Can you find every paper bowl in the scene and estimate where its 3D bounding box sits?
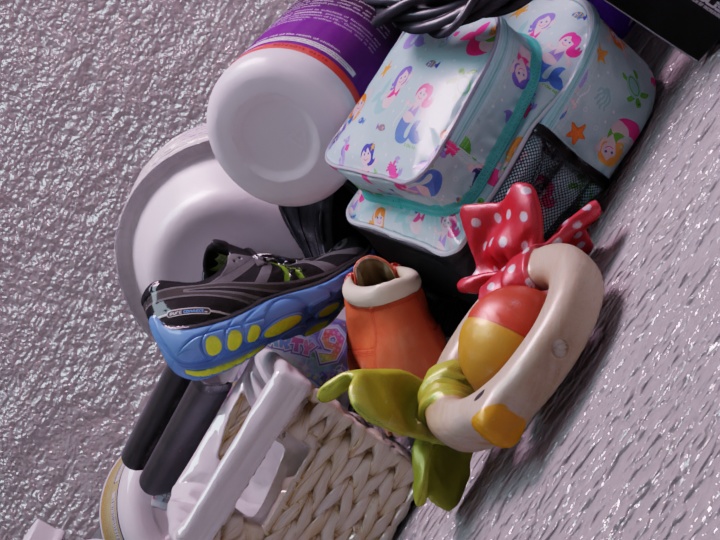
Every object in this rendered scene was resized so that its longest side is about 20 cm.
[{"bbox_3d":[-0.095,-0.012,1.503,0.201,0.200,0.104,-56,9,17],"label":"paper bowl"}]

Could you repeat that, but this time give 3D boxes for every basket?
[{"bbox_3d":[-0.045,0.143,1.275,0.136,0.123,0.200,-58,7,-3],"label":"basket"}]

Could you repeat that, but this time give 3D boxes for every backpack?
[{"bbox_3d":[0.087,-0.090,1.229,0.200,0.151,0.177,-51,28,-10],"label":"backpack"}]

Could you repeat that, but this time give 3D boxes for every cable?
[{"bbox_3d":[0.081,-0.208,1.216,0.201,0.161,0.051,-81,-16,-50],"label":"cable"}]

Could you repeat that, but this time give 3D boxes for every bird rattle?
[{"bbox_3d":[0.085,0.041,1.056,0.200,0.113,0.163,-47,16,-14],"label":"bird rattle"}]

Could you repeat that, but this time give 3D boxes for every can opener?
[{"bbox_3d":[-0.107,0.078,1.389,0.067,0.053,0.201,-6,-46,-47],"label":"can opener"}]

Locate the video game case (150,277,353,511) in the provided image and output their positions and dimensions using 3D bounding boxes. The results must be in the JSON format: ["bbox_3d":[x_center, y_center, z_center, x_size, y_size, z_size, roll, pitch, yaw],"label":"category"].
[{"bbox_3d":[-0.072,0.096,1.414,0.018,0.142,0.202,11,-87,-66],"label":"video game case"}]

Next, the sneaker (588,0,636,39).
[{"bbox_3d":[0.140,-0.150,1.376,0.199,0.070,0.099,-35,27,-9],"label":"sneaker"}]

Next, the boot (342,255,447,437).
[{"bbox_3d":[0.022,0.037,1.268,0.074,0.108,0.200,-20,8,-6],"label":"boot"}]

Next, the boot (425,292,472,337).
[{"bbox_3d":[0.079,-0.046,1.427,0.165,0.066,0.201,-44,17,24],"label":"boot"}]

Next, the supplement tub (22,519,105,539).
[{"bbox_3d":[-0.151,0.260,1.199,0.145,0.199,0.144,-56,7,11],"label":"supplement tub"}]

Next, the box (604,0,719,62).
[{"bbox_3d":[0.188,-0.256,1.167,0.086,0.163,0.201,-49,11,50],"label":"box"}]

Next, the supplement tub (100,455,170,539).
[{"bbox_3d":[-0.138,0.197,1.564,0.145,0.144,0.200,-60,7,-16],"label":"supplement tub"}]

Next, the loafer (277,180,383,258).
[{"bbox_3d":[0.000,0.000,1.435,0.068,0.201,0.070,-44,37,-21],"label":"loafer"}]

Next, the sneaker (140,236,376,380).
[{"bbox_3d":[-0.064,0.008,1.277,0.199,0.083,0.071,-21,-23,-43],"label":"sneaker"}]

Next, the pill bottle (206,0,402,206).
[{"bbox_3d":[-0.027,-0.134,1.362,0.113,0.112,0.200,-54,1,33],"label":"pill bottle"}]

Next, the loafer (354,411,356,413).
[{"bbox_3d":[-0.019,0.092,1.586,0.200,0.073,0.071,-43,10,32],"label":"loafer"}]
